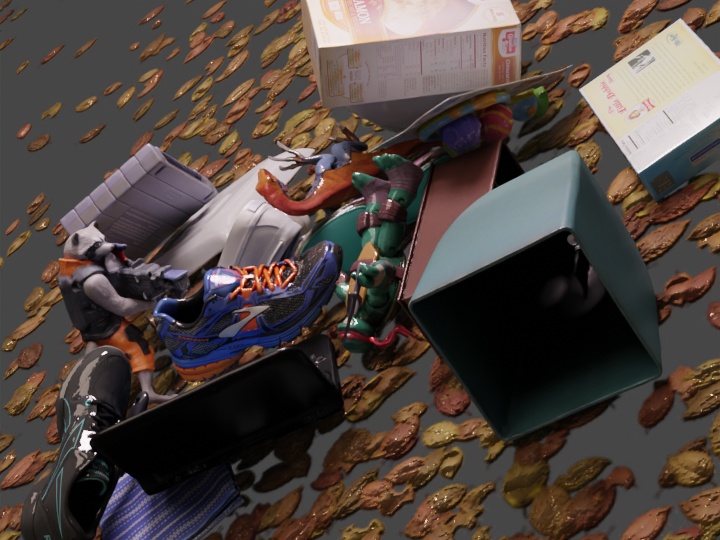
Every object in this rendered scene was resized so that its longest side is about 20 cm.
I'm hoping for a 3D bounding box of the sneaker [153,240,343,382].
[{"bbox_3d":[-0.099,0.027,1.468,0.199,0.079,0.076,-30,28,22],"label":"sneaker"}]

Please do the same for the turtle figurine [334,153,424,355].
[{"bbox_3d":[0.000,0.000,1.544,0.149,0.100,0.201,-11,56,50],"label":"turtle figurine"}]

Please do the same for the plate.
[{"bbox_3d":[-0.159,-0.050,1.833,0.200,0.032,0.200,-33,14,40],"label":"plate"}]

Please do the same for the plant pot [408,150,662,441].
[{"bbox_3d":[0.145,0.000,1.325,0.141,0.142,0.200,-26,22,24],"label":"plant pot"}]

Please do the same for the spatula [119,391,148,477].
[{"bbox_3d":[-0.238,0.203,1.580,0.056,0.021,0.201,-15,47,54],"label":"spatula"}]

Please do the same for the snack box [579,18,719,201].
[{"bbox_3d":[0.272,-0.146,1.494,0.116,0.037,0.200,-35,27,10],"label":"snack box"}]

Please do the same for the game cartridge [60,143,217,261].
[{"bbox_3d":[-0.235,-0.068,1.804,0.129,0.038,0.200,-36,-13,5],"label":"game cartridge"}]

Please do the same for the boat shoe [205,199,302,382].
[{"bbox_3d":[-0.104,0.030,1.621,0.072,0.068,0.201,-33,-33,-64],"label":"boat shoe"}]

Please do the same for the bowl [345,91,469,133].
[{"bbox_3d":[0.051,-0.207,1.776,0.200,0.091,0.202,-2,39,2],"label":"bowl"}]

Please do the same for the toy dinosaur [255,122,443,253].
[{"bbox_3d":[-0.025,-0.100,1.665,0.199,0.105,0.181,-29,6,18],"label":"toy dinosaur"}]

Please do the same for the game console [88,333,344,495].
[{"bbox_3d":[-0.127,0.105,1.502,0.199,0.117,0.176,-24,28,7],"label":"game console"}]

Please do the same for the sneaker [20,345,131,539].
[{"bbox_3d":[-0.241,0.164,1.539,0.079,0.075,0.201,-9,60,49],"label":"sneaker"}]

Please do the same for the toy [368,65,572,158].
[{"bbox_3d":[0.114,-0.138,1.596,0.200,0.047,0.115,-24,-6,-47],"label":"toy"}]

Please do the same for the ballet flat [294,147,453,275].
[{"bbox_3d":[0.023,-0.053,1.656,0.200,0.069,0.071,-36,8,-1],"label":"ballet flat"}]

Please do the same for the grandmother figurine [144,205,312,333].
[{"bbox_3d":[-0.133,0.003,1.773,0.200,0.061,0.121,-41,39,-10],"label":"grandmother figurine"}]

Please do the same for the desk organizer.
[{"bbox_3d":[0.097,-0.025,1.498,0.077,0.072,0.200,-21,32,28],"label":"desk organizer"}]

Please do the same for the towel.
[{"bbox_3d":[-0.184,0.203,1.560,0.145,0.024,0.200,-40,26,1],"label":"towel"}]

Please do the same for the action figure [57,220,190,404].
[{"bbox_3d":[-0.246,0.047,1.691,0.104,0.195,0.200,-20,6,-33],"label":"action figure"}]

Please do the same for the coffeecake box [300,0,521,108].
[{"bbox_3d":[0.048,-0.242,1.689,0.199,0.073,0.154,-7,38,-6],"label":"coffeecake box"}]
